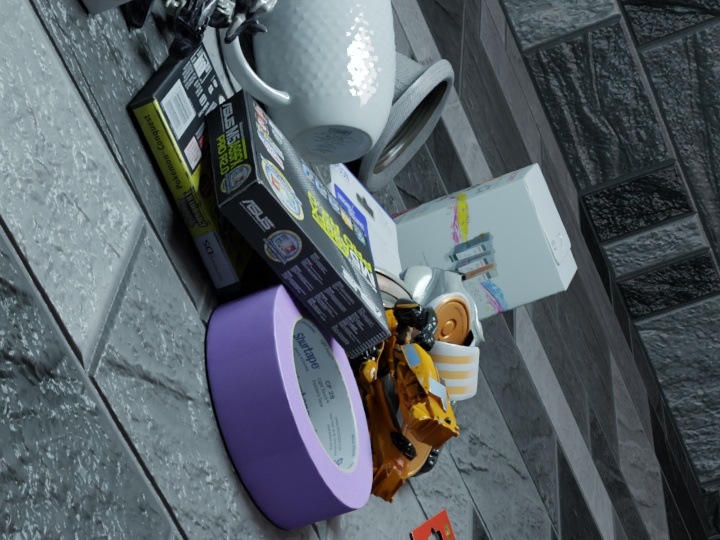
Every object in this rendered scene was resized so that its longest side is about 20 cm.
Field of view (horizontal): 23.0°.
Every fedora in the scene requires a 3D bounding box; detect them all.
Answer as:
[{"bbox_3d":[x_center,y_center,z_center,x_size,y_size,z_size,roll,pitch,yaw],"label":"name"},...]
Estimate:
[{"bbox_3d":[0.028,-0.189,2.075,0.090,0.177,0.200,39,-11,9],"label":"fedora"}]

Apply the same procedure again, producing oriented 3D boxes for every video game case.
[{"bbox_3d":[-0.134,-0.096,1.560,0.200,0.025,0.182,-73,141,-67],"label":"video game case"}]

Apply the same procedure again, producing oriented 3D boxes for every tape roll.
[{"bbox_3d":[-0.058,0.114,1.499,0.200,0.065,0.201,-20,90,-76],"label":"tape roll"}]

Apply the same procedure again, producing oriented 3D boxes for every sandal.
[{"bbox_3d":[0.081,0.121,1.729,0.079,0.059,0.208,-10,121,-43],"label":"sandal"}]

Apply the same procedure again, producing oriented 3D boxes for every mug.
[{"bbox_3d":[-0.056,-0.211,1.799,0.199,0.147,0.177,14,60,-36],"label":"mug"}]

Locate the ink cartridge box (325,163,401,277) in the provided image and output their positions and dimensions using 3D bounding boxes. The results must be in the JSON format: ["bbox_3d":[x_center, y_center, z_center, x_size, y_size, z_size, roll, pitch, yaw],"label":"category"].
[{"bbox_3d":[0.000,0.000,1.891,0.198,0.047,0.201,46,28,-56],"label":"ink cartridge box"}]

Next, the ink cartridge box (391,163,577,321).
[{"bbox_3d":[0.140,-0.023,2.115,0.145,0.199,0.146,-43,113,-74],"label":"ink cartridge box"}]

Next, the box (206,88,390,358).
[{"bbox_3d":[-0.054,-0.041,1.535,0.200,0.044,0.161,50,14,-31],"label":"box"}]

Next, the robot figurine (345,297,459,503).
[{"bbox_3d":[0.024,0.109,1.636,0.058,0.145,0.201,30,23,-32],"label":"robot figurine"}]

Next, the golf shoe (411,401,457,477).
[{"bbox_3d":[0.071,0.120,1.870,0.095,0.077,0.201,65,43,-73],"label":"golf shoe"}]

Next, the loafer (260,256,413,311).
[{"bbox_3d":[-0.026,0.019,1.698,0.200,0.072,0.063,29,59,-43],"label":"loafer"}]

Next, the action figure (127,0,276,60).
[{"bbox_3d":[-0.134,-0.255,1.589,0.119,0.102,0.200,38,23,-1],"label":"action figure"}]

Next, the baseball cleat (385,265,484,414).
[{"bbox_3d":[0.069,0.091,1.792,0.070,0.106,0.202,59,39,-71],"label":"baseball cleat"}]

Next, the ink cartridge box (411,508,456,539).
[{"bbox_3d":[0.122,0.357,1.883,0.162,0.057,0.202,-4,80,-75],"label":"ink cartridge box"}]

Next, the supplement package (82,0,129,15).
[{"bbox_3d":[-0.193,-0.325,1.460,0.201,0.109,0.114,-91,157,-49],"label":"supplement package"}]
